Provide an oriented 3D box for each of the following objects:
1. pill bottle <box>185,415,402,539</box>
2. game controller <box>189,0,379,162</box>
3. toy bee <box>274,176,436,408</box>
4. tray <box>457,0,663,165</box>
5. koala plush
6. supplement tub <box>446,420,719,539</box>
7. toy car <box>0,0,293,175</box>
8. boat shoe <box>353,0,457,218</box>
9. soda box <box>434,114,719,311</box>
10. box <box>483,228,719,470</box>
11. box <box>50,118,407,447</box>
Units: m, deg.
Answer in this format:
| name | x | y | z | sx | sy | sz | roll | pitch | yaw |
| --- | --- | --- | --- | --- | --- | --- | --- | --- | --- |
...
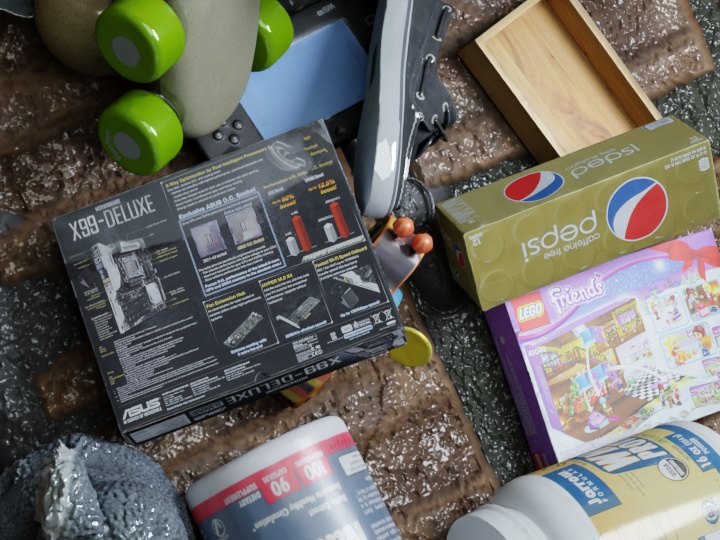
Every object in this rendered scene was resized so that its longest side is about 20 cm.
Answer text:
| name | x | y | z | sx | sy | sz | roll | pitch | yaw |
| --- | --- | --- | --- | --- | --- | --- | --- | --- | --- |
| pill bottle | -0.022 | 0.209 | 1.223 | 0.119 | 0.120 | 0.200 | -24 | 81 | -26 |
| game controller | -0.041 | -0.134 | 1.348 | 0.200 | 0.042 | 0.105 | -30 | 91 | -26 |
| toy bee | 0.000 | 0.000 | 1.299 | 0.131 | 0.109 | 0.201 | 19 | 71 | -16 |
| tray | 0.174 | -0.119 | 1.440 | 0.099 | 0.037 | 0.200 | -39 | 95 | -26 |
| koala plush | -0.163 | 0.177 | 1.136 | 0.177 | 0.200 | 0.184 | 42 | 65 | -9 |
| supplement tub | 0.175 | 0.200 | 1.304 | 0.200 | 0.145 | 0.145 | -16 | 85 | -28 |
| toy car | -0.169 | -0.188 | 1.256 | 0.200 | 0.158 | 0.164 | 27 | 49 | 18 |
| boat shoe | 0.037 | -0.119 | 1.309 | 0.066 | 0.070 | 0.200 | 12 | 52 | -9 |
| soda box | 0.160 | -0.043 | 1.361 | 0.199 | 0.064 | 0.068 | -21 | 118 | -9 |
| box | 0.203 | 0.059 | 1.409 | 0.199 | 0.039 | 0.137 | -16 | 85 | -25 |
| box | -0.089 | 0.008 | 1.235 | 0.199 | 0.050 | 0.158 | -21 | 74 | -2 |
